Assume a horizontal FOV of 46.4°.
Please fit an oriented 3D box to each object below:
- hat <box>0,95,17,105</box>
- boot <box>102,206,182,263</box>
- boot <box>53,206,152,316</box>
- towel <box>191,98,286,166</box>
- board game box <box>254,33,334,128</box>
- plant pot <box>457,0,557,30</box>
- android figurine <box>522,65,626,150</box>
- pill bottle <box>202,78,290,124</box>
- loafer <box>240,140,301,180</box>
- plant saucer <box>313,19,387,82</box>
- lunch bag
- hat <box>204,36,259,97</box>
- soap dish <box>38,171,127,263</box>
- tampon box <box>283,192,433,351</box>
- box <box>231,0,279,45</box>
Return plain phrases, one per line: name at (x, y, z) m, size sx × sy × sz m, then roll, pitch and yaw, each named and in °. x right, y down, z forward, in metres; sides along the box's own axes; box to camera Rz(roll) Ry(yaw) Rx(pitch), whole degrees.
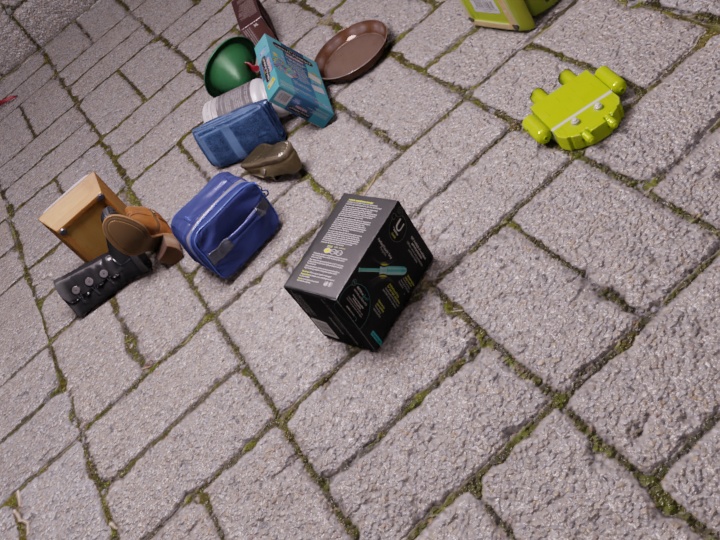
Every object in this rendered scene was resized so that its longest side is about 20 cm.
hat at (-1.318, -0.517, 2.923) m, size 0.167 × 0.174 × 0.201 m, roll -86°, pitch 21°, yaw -43°
boot at (-0.478, -0.096, 1.785) m, size 0.074 × 0.199 × 0.155 m, roll -47°, pitch 46°, yaw 10°
boot at (-0.578, -0.019, 1.818) m, size 0.198 × 0.166 × 0.066 m, roll -30°, pitch 8°, yaw 9°
towel at (-0.273, -0.305, 1.892) m, size 0.198 × 0.112 × 0.049 m, roll -18°, pitch 31°, yaw 21°
board game box at (-0.148, -0.419, 1.859) m, size 0.047 × 0.150 × 0.202 m, roll -45°, pitch 42°, yaw 29°
plant pot at (0.293, -0.608, 1.709) m, size 0.199 × 0.199 × 0.183 m, roll 25°, pitch 75°, yaw 46°
android figurine at (0.374, -0.280, 1.457) m, size 0.181 × 0.041 × 0.201 m, roll -32°, pitch 39°, yaw 7°
pill bottle at (-0.256, -0.374, 1.944) m, size 0.198 × 0.113 × 0.114 m, roll -20°, pitch 43°, yaw 20°
loafer at (-0.193, -0.228, 1.802) m, size 0.076 × 0.068 × 0.199 m, roll -49°, pitch 26°, yaw -19°
plant saucer at (-0.019, -0.505, 1.955) m, size 0.198 × 0.035 × 0.202 m, roll -19°, pitch 44°, yaw 20°
lunch bag at (-0.258, -0.094, 1.666) m, size 0.200 × 0.136 × 0.132 m, roll -48°, pitch 42°, yaw -14°
hat at (-0.266, -0.453, 2.029) m, size 0.175 × 0.199 × 0.167 m, roll 36°, pitch 114°, yaw 23°
soap dish at (-0.587, -0.098, 1.864) m, size 0.157 × 0.201 × 0.081 m, roll -42°, pitch 49°, yaw -7°
tampon box at (0.000, 0.000, 1.380) m, size 0.125 × 0.150 × 0.201 m, roll 12°, pitch 60°, yaw 41°
box at (-0.279, -0.658, 2.238) m, size 0.074 × 0.100 × 0.201 m, roll -31°, pitch 40°, yaw 7°
